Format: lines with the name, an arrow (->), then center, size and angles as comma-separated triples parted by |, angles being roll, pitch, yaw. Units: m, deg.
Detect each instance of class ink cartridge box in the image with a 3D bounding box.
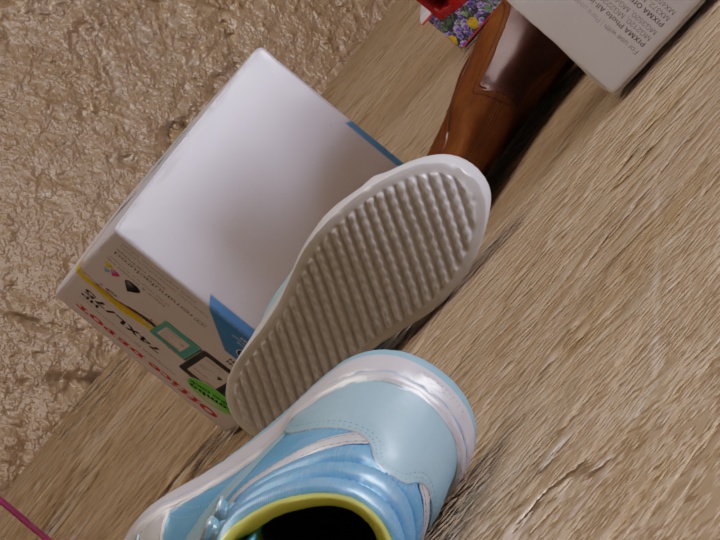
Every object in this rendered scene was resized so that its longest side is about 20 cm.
ink cartridge box -> 0.102, -0.244, 2.214 | 0.109, 0.050, 0.200 | -49, 7, 12
ink cartridge box -> 0.167, -0.200, 1.299 | 0.200, 0.083, 0.145 | -47, 7, 28
ink cartridge box -> -0.070, -0.013, 1.597 | 0.146, 0.147, 0.200 | -53, 6, -19

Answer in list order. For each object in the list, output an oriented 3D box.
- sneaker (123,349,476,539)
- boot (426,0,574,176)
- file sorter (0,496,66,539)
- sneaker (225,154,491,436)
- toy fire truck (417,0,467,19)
sneaker -> -0.048, 0.120, 0.944 | 0.200, 0.080, 0.131 | -48, 5, 27
boot -> 0.075, -0.101, 1.449 | 0.200, 0.068, 0.188 | -55, 8, -36
file sorter -> -0.332, 0.256, 1.980 | 0.200, 0.125, 0.139 | -52, 7, -21
sneaker -> 0.000, 0.000, 1.352 | 0.200, 0.074, 0.082 | -45, 11, 33
toy fire truck -> 0.093, -0.217, 1.307 | 0.141, 0.049, 0.200 | -54, 7, -28
